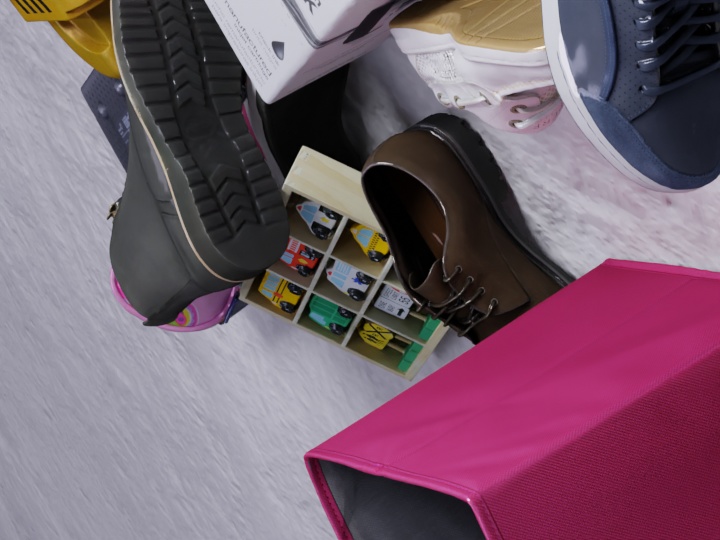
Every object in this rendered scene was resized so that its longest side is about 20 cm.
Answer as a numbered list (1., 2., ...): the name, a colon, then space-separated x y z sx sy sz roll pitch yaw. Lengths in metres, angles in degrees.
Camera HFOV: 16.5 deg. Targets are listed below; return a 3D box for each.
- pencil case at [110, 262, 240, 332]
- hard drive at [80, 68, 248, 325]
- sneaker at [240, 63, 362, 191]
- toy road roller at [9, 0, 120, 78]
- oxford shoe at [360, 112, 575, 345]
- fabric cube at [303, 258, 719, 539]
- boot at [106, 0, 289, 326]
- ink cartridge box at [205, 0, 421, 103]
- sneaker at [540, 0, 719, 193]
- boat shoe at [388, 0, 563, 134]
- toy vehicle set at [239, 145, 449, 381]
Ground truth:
1. pencil case: -0.108 -0.038 1.574 0.200 0.087 0.088 -89 -21 -64
2. hard drive: -0.124 -0.065 1.751 0.201 0.042 0.135 59 161 1
3. sneaker: -0.063 -0.114 1.484 0.120 0.084 0.201 35 152 30
4. toy road roller: -0.184 -0.202 1.597 0.146 0.123 0.200 54 162 -19
5. oxford shoe: 0.064 0.016 1.327 0.201 0.084 0.073 53 131 8
6. fabric cube: 0.125 0.129 1.189 0.197 0.199 0.200 63 160 -14
7. boot: -0.122 -0.073 1.428 0.138 0.077 0.202 -33 69 55
8. ink cartridge box: -0.029 -0.189 1.280 0.145 0.083 0.200 59 160 2
9. sneaker: 0.132 -0.113 1.007 0.146 0.077 0.204 25 140 62
10. boat shoe: 0.078 -0.100 1.180 0.070 0.070 0.200 63 169 -15
11. toy vehicle set: 0.000 0.000 1.473 0.124 0.027 0.200 25 158 -1
